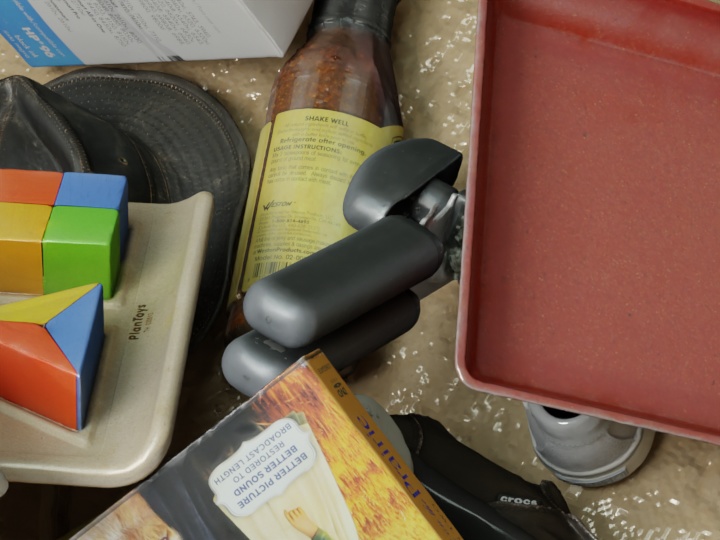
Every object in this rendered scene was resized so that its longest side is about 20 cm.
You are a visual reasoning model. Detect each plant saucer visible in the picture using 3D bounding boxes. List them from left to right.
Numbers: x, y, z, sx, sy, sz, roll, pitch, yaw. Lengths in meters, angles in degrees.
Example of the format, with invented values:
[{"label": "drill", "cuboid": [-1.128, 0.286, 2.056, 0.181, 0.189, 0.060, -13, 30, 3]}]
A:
[{"label": "plant saucer", "cuboid": [0.129, -0.018, 1.014, 0.200, 0.037, 0.200, 13, 62, -17]}]

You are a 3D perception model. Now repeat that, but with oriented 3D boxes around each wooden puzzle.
[{"label": "wooden puzzle", "cuboid": [-0.163, 0.010, 0.965, 0.200, 0.046, 0.185, 0, 33, 3]}]

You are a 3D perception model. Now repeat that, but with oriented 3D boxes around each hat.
[{"label": "hat", "cuboid": [-0.146, -0.030, 1.103, 0.201, 0.081, 0.201, -14, 50, 17]}]

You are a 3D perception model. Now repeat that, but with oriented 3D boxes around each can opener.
[{"label": "can opener", "cuboid": [0.000, 0.000, 1.006, 0.066, 0.200, 0.053, 27, 117, 15]}]

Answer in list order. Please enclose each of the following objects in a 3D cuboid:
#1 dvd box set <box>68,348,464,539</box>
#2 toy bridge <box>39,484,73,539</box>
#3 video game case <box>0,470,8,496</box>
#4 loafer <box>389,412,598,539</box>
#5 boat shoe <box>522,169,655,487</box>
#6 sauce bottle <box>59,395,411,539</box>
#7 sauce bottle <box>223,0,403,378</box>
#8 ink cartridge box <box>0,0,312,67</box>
[{"label": "dvd box set", "cuboid": [-0.013, 0.151, 0.904, 0.146, 0.029, 0.200, -37, 86, 13]}, {"label": "toy bridge", "cuboid": [-0.096, 0.123, 1.060, 0.067, 0.027, 0.200, -30, 59, 2]}, {"label": "video game case", "cuboid": [-0.248, 0.063, 0.882, 0.182, 0.023, 0.200, -40, 63, -4]}, {"label": "loafer", "cuboid": [0.072, 0.116, 0.986, 0.200, 0.073, 0.071, 39, 41, 17]}, {"label": "boat shoe", "cuboid": [0.086, -0.011, 1.051, 0.072, 0.069, 0.200, -2, 63, 15]}, {"label": "sauce bottle", "cuboid": [-0.070, 0.113, 0.973, 0.200, 0.065, 0.065, -31, 56, 24]}, {"label": "sauce bottle", "cuboid": [-0.013, -0.051, 1.104, 0.066, 0.066, 0.200, 3, 65, 18]}, {"label": "ink cartridge box", "cuboid": [-0.073, -0.157, 1.136, 0.200, 0.068, 0.116, 2, 55, 38]}]
